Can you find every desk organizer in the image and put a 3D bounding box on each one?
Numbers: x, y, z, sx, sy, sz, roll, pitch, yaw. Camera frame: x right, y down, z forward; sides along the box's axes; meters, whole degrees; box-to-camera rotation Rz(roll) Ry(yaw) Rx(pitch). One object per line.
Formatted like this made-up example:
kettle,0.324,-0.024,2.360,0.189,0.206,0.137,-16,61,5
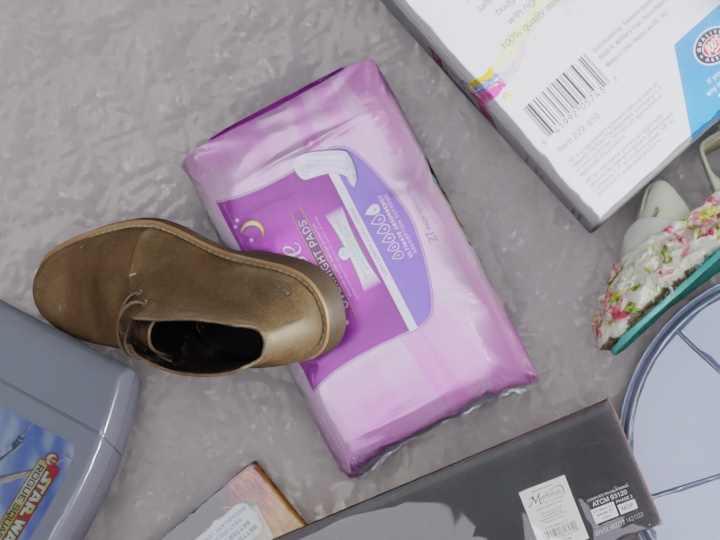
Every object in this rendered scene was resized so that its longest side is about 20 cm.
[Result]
desk organizer,0.049,0.142,1.585,0.199,0.077,0.072,-22,83,-8

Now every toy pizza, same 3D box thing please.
toy pizza,0.237,0.097,1.619,0.199,0.032,0.201,0,87,1

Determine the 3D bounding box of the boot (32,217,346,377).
boot,-0.109,0.018,1.581,0.199,0.075,0.074,6,110,37

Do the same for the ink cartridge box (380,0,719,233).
ink cartridge box,0.111,-0.142,1.611,0.144,0.085,0.200,-41,87,0

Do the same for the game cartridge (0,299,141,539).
game cartridge,-0.208,0.118,1.602,0.133,0.042,0.200,24,76,29

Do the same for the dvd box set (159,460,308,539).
dvd box set,-0.049,0.226,1.627,0.146,0.029,0.200,-39,85,0

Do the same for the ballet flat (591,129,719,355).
ballet flat,0.191,-0.035,1.612,0.200,0.076,0.064,-37,80,-9

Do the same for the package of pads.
package of pads,0.000,0.000,1.613,0.120,0.076,0.201,-28,86,1
